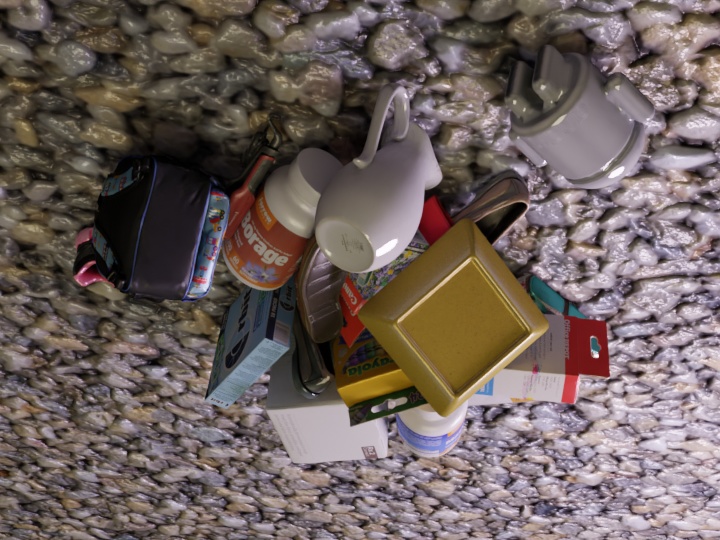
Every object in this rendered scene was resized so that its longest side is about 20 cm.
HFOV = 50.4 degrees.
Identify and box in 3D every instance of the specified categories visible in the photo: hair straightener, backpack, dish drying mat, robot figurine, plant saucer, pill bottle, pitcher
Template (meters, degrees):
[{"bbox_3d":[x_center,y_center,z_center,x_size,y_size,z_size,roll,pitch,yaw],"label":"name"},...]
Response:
[{"bbox_3d":[-0.153,-0.134,1.000,0.040,0.078,0.201,8,135,-30],"label":"hair straightener"},{"bbox_3d":[-0.277,-0.060,1.015,0.133,0.185,0.199,12,-178,-34],"label":"backpack"},{"bbox_3d":[0.053,-0.023,1.084,0.199,0.077,0.018,-35,170,35],"label":"dish drying mat"},{"bbox_3d":[0.255,-0.173,0.898,0.199,0.114,0.169,33,151,-27],"label":"robot figurine"},{"bbox_3d":[0.131,0.070,1.010,0.199,0.048,0.201,-40,104,-1],"label":"plant saucer"},{"bbox_3d":[0.109,0.209,1.177,0.110,0.114,0.201,1,153,4],"label":"pill bottle"},{"bbox_3d":[-0.099,-0.070,1.040,0.111,0.113,0.200,26,133,-22],"label":"pill bottle"},{"bbox_3d":[0.020,-0.112,0.923,0.120,0.201,0.173,8,134,30],"label":"pitcher"}]

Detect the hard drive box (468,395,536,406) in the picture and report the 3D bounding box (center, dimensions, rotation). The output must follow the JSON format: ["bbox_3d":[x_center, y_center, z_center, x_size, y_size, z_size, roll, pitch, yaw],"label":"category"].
[{"bbox_3d":[0.190,0.153,1.283,0.197,0.077,0.157,-7,136,12],"label":"hard drive box"}]

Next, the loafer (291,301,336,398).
[{"bbox_3d":[-0.067,0.091,1.149,0.063,0.202,0.071,-32,139,30],"label":"loafer"}]

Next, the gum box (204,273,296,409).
[{"bbox_3d":[-0.165,0.092,1.176,0.044,0.171,0.200,26,133,-23],"label":"gum box"}]

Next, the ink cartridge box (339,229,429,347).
[{"bbox_3d":[0.000,0.000,1.067,0.050,0.109,0.201,9,127,-45],"label":"ink cartridge box"}]

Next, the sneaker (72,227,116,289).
[{"bbox_3d":[-0.335,-0.007,1.140,0.197,0.096,0.080,1,136,2],"label":"sneaker"}]

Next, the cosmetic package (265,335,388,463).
[{"bbox_3d":[-0.045,0.179,1.237,0.162,0.202,0.166,-6,136,11],"label":"cosmetic package"}]

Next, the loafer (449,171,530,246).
[{"bbox_3d":[0.153,-0.048,1.048,0.071,0.063,0.200,31,116,-24],"label":"loafer"}]

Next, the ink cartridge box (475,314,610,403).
[{"bbox_3d":[0.258,0.126,1.123,0.197,0.117,0.068,5,134,11],"label":"ink cartridge box"}]

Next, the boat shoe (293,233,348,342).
[{"bbox_3d":[-0.063,0.014,1.033,0.071,0.068,0.202,-18,142,-24],"label":"boat shoe"}]

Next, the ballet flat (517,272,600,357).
[{"bbox_3d":[0.301,0.074,1.200,0.199,0.076,0.064,40,137,-21],"label":"ballet flat"}]

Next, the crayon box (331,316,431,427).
[{"bbox_3d":[0.025,0.114,1.112,0.124,0.202,0.052,-18,134,9],"label":"crayon box"}]
